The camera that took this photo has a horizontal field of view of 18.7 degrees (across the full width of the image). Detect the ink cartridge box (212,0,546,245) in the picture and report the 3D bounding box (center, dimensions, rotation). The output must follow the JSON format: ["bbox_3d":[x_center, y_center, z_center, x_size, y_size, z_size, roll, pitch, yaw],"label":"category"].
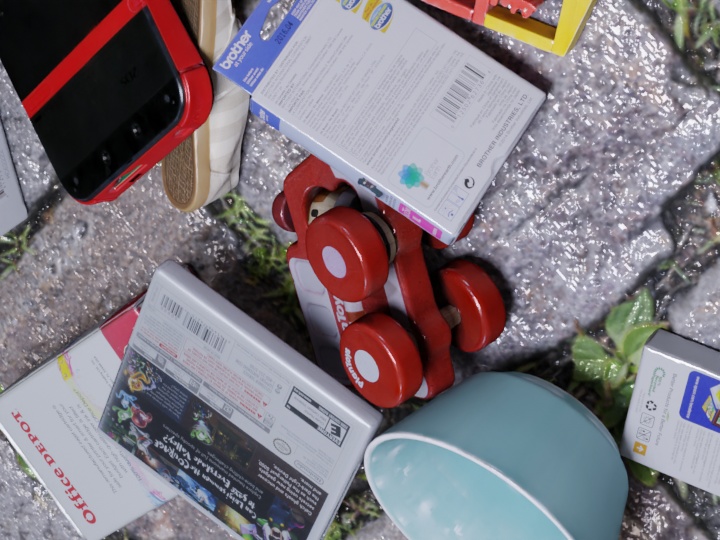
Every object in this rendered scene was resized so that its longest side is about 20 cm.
[{"bbox_3d":[0.012,-0.122,1.481,0.199,0.120,0.042,34,168,2],"label":"ink cartridge box"}]

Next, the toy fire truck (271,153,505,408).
[{"bbox_3d":[0.000,0.000,1.575,0.167,0.112,0.202,8,122,50],"label":"toy fire truck"}]

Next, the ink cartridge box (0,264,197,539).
[{"bbox_3d":[-0.179,0.108,1.744,0.199,0.083,0.146,-31,98,38],"label":"ink cartridge box"}]

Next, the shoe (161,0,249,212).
[{"bbox_3d":[-0.112,-0.142,1.597,0.070,0.053,0.202,36,130,47],"label":"shoe"}]

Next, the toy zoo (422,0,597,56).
[{"bbox_3d":[0.091,-0.225,1.445,0.199,0.020,0.132,24,125,18],"label":"toy zoo"}]

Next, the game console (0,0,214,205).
[{"bbox_3d":[-0.194,-0.156,1.611,0.200,0.031,0.178,-34,80,48],"label":"game console"}]

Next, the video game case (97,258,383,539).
[{"bbox_3d":[-0.093,0.113,1.619,0.199,0.023,0.183,35,130,12],"label":"video game case"}]

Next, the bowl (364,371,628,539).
[{"bbox_3d":[0.111,0.149,1.559,0.200,0.105,0.201,29,151,18],"label":"bowl"}]

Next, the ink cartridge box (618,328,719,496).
[{"bbox_3d":[0.281,0.120,1.512,0.199,0.037,0.095,23,124,21],"label":"ink cartridge box"}]

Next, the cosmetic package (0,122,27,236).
[{"bbox_3d":[-0.376,-0.074,1.768,0.198,0.071,0.102,1,116,30],"label":"cosmetic package"}]
